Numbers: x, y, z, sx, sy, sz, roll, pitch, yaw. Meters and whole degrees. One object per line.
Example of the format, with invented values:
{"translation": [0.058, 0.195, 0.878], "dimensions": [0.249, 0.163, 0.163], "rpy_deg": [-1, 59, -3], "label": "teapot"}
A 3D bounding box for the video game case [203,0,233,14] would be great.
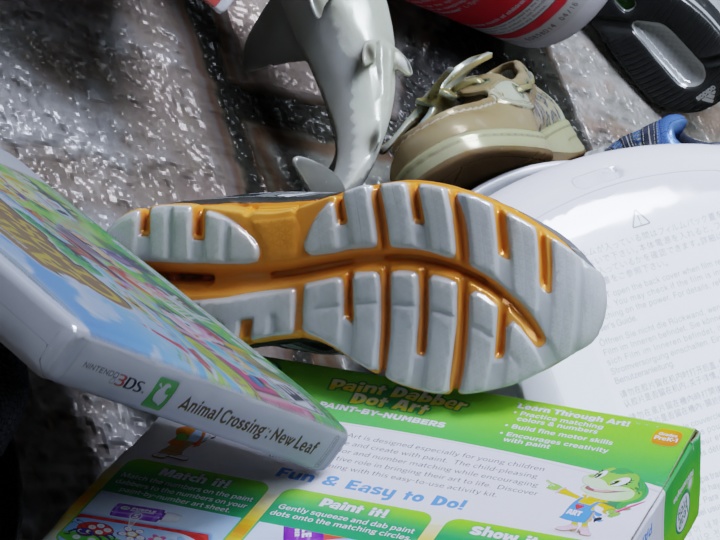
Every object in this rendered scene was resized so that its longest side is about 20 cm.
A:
{"translation": [-0.146, -0.189, 0.961], "dimensions": [0.200, 0.017, 0.143], "rpy_deg": [36, 6, -35], "label": "video game case"}

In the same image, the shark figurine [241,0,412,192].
{"translation": [-0.026, -0.091, 1.030], "dimensions": [0.128, 0.089, 0.215], "rpy_deg": [17, 60, -48], "label": "shark figurine"}

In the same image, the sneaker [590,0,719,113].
{"translation": [0.147, -0.187, 1.314], "dimensions": [0.201, 0.076, 0.115], "rpy_deg": [52, 27, -8], "label": "sneaker"}

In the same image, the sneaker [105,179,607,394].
{"translation": [0.000, 0.000, 0.895], "dimensions": [0.077, 0.200, 0.078], "rpy_deg": [-13, 108, -69], "label": "sneaker"}

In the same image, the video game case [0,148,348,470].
{"translation": [-0.115, -0.008, 0.795], "dimensions": [0.200, 0.022, 0.182], "rpy_deg": [38, 5, 29], "label": "video game case"}

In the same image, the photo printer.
{"translation": [0.123, 0.047, 0.943], "dimensions": [0.166, 0.069, 0.200], "rpy_deg": [-16, 77, -23], "label": "photo printer"}

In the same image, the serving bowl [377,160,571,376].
{"translation": [0.096, 0.055, 1.006], "dimensions": [0.200, 0.066, 0.200], "rpy_deg": [6, 69, -17], "label": "serving bowl"}

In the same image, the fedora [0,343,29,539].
{"translation": [-0.181, 0.038, 0.746], "dimensions": [0.200, 0.092, 0.201], "rpy_deg": [27, 41, -26], "label": "fedora"}

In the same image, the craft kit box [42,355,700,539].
{"translation": [-0.005, 0.103, 0.807], "dimensions": [0.198, 0.200, 0.049], "rpy_deg": [-49, 141, -51], "label": "craft kit box"}

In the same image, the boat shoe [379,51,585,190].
{"translation": [0.050, -0.064, 1.060], "dimensions": [0.063, 0.073, 0.200], "rpy_deg": [64, 14, 4], "label": "boat shoe"}

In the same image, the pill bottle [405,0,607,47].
{"translation": [0.031, -0.191, 1.152], "dimensions": [0.200, 0.112, 0.112], "rpy_deg": [17, 47, -35], "label": "pill bottle"}

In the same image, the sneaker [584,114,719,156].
{"translation": [0.204, -0.019, 1.196], "dimensions": [0.200, 0.085, 0.077], "rpy_deg": [24, 43, -31], "label": "sneaker"}
